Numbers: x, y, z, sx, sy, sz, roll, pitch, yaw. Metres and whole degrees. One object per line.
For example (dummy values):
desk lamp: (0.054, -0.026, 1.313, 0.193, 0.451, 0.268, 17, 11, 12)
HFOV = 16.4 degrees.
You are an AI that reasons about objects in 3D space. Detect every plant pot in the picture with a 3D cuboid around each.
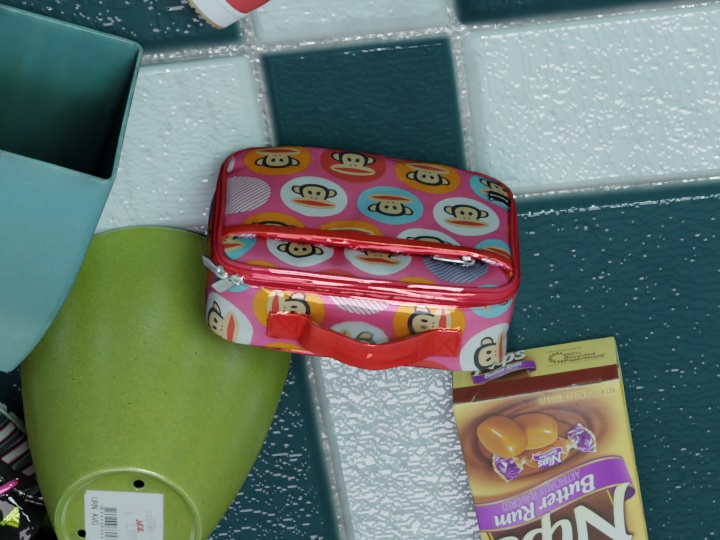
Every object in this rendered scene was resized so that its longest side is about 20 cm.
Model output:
plant pot: (-0.142, 0.105, 1.631, 0.186, 0.200, 0.188, 1, 124, 1)
plant pot: (-0.234, -0.044, 1.578, 0.141, 0.142, 0.201, 14, 130, -7)

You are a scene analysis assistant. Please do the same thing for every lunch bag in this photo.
lunch bag: (0.000, 0.000, 1.571, 0.199, 0.176, 0.082, 6, 124, -3)

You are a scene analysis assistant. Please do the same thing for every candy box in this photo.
candy box: (0.136, 0.148, 1.739, 0.116, 0.057, 0.201, -9, 124, 7)

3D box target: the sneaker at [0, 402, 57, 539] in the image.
sneaker: (-0.248, 0.144, 1.697, 0.074, 0.088, 0.200, -42, 133, 16)

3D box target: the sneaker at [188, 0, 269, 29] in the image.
sneaker: (-0.093, -0.242, 1.477, 0.112, 0.071, 0.200, -25, 127, 22)
